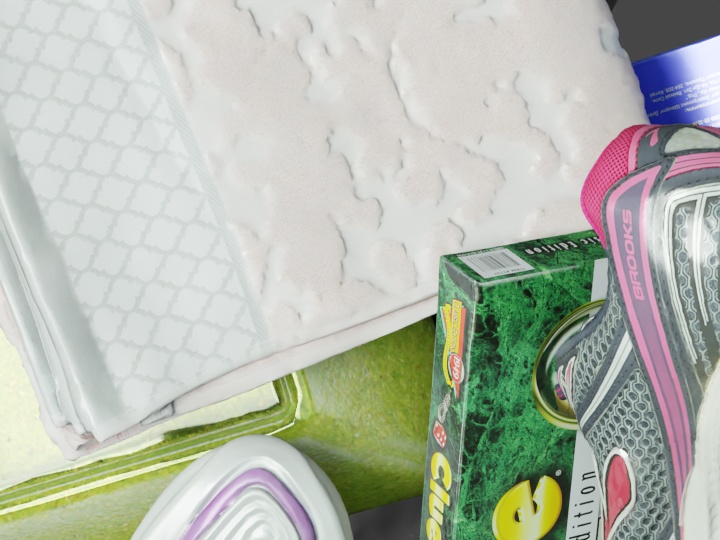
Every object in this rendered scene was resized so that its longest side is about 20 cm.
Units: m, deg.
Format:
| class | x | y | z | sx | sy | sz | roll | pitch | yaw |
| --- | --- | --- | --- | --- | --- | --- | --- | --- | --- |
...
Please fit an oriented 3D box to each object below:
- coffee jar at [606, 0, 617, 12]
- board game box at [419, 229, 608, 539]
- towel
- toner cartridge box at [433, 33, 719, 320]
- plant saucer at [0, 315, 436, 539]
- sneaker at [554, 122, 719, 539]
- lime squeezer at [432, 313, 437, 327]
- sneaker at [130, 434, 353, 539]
| class | x | y | z | sx | sy | sz | roll | pitch | yaw |
| --- | --- | --- | --- | --- | --- | --- | --- | --- | --- |
| coffee jar | -0.006 | -0.139 | 0.809 | 0.200 | 0.085 | 0.104 | 24 | 93 | 0 |
| board game box | 0.064 | 0.081 | 0.769 | 0.105 | 0.023 | 0.200 | -10 | 119 | -25 |
| towel | -0.029 | -0.075 | 0.717 | 0.191 | 0.032 | 0.200 | -24 | 96 | -20 |
| toner cartridge box | 0.095 | -0.017 | 0.799 | 0.200 | 0.043 | 0.095 | -16 | 94 | 24 |
| plant saucer | -0.092 | -0.006 | 0.767 | 0.200 | 0.048 | 0.200 | -17 | 93 | 12 |
| sneaker | 0.084 | 0.044 | 0.705 | 0.075 | 0.081 | 0.200 | 22 | 129 | 14 |
| lime squeezer | 0.000 | 0.000 | 0.793 | 0.071 | 0.038 | 0.200 | 40 | 103 | 5 |
| sneaker | -0.040 | 0.118 | 0.780 | 0.075 | 0.100 | 0.200 | 6 | 126 | -2 |
